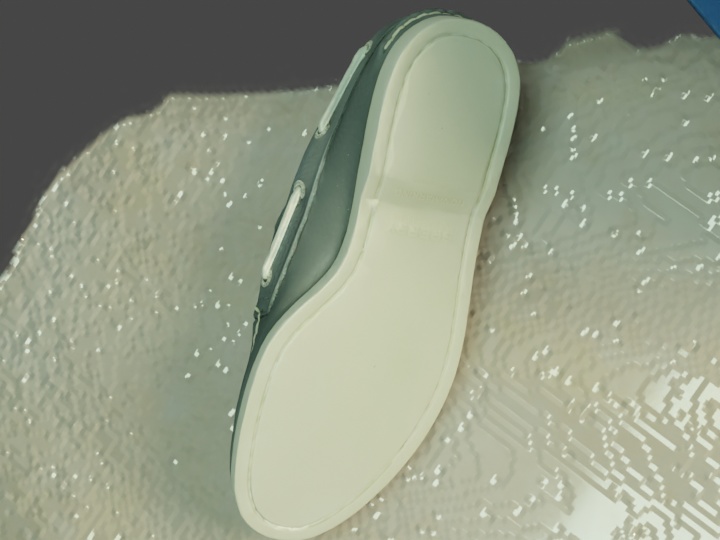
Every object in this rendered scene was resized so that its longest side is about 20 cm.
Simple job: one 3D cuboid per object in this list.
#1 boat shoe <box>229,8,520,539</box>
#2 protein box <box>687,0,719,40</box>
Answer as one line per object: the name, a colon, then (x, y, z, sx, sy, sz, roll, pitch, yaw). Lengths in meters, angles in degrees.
boat shoe: (0.000, 0.000, 0.954, 0.200, 0.073, 0.062, -70, 24, 8)
protein box: (0.175, -0.106, 0.809, 0.135, 0.200, 0.199, -41, 71, 13)
